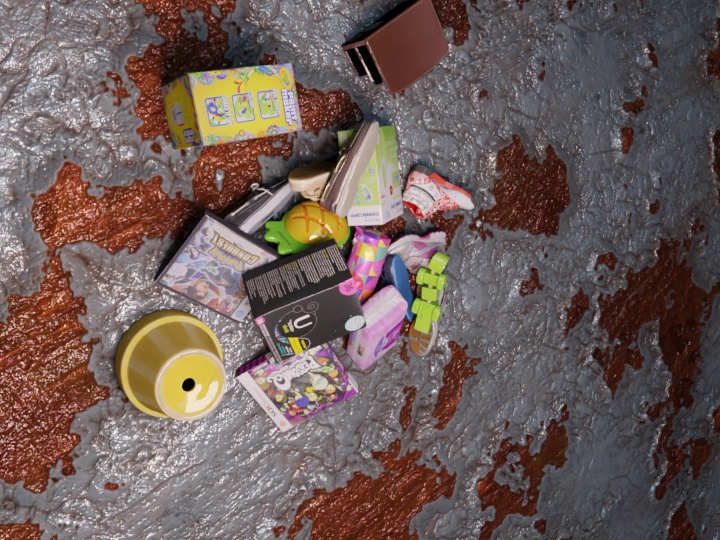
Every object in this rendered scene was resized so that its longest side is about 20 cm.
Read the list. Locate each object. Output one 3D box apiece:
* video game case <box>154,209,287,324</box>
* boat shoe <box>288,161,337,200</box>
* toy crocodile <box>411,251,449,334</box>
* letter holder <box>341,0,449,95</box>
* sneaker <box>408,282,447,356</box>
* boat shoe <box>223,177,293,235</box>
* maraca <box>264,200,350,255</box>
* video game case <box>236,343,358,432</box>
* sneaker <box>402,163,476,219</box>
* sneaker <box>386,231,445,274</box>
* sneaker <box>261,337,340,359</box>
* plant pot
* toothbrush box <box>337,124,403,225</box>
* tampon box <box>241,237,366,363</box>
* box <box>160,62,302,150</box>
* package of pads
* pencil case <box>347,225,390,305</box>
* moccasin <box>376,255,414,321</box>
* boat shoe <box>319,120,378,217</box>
[{"bbox_3d":[-0.270,0.000,1.226,0.199,0.026,0.181,31,112,-31],"label":"video game case"},{"bbox_3d":[-0.091,-0.179,1.290,0.200,0.073,0.070,-39,136,-64],"label":"boat shoe"},{"bbox_3d":[0.164,0.054,1.454,0.062,0.067,0.202,-36,138,-61],"label":"toy crocodile"},{"bbox_3d":[0.084,-0.491,1.382,0.200,0.100,0.143,-42,118,-20],"label":"letter holder"},{"bbox_3d":[0.179,0.114,1.542,0.087,0.075,0.202,-8,113,-52],"label":"sneaker"},{"bbox_3d":[-0.202,-0.141,1.273,0.068,0.074,0.200,42,62,0],"label":"boat shoe"},{"bbox_3d":[-0.109,-0.084,1.302,0.199,0.137,0.108,-25,146,-41],"label":"maraca"},{"bbox_3d":[-0.133,0.236,1.332,0.199,0.036,0.182,-29,116,9],"label":"video game case"},{"bbox_3d":[0.187,-0.165,1.511,0.200,0.067,0.109,27,84,-28],"label":"sneaker"},{"bbox_3d":[0.132,-0.035,1.472,0.198,0.081,0.089,-10,79,-29],"label":"sneaker"},{"bbox_3d":[-0.129,0.176,1.378,0.199,0.073,0.085,37,44,-22],"label":"sneaker"},{"bbox_3d":[-0.342,0.189,1.165,0.199,0.188,0.203,-5,99,-30],"label":"plant pot"},{"bbox_3d":[0.025,-0.209,1.356,0.145,0.085,0.203,-32,119,-65],"label":"toothbrush box"},{"bbox_3d":[-0.108,0.060,1.225,0.198,0.127,0.151,-22,137,-5],"label":"tampon box"},{"bbox_3d":[-0.241,-0.301,1.149,0.191,0.199,0.123,-16,105,-27],"label":"box"},{"bbox_3d":[0.035,0.130,1.393,0.120,0.076,0.201,-35,158,-23],"label":"package of pads"},{"bbox_3d":[0.000,0.000,1.382,0.088,0.088,0.202,4,110,-32],"label":"pencil case"},{"bbox_3d":[0.074,0.049,1.438,0.081,0.067,0.201,-61,147,-42],"label":"moccasin"},{"bbox_3d":[-0.022,-0.209,1.245,0.202,0.059,0.072,-68,162,9],"label":"boat shoe"}]
